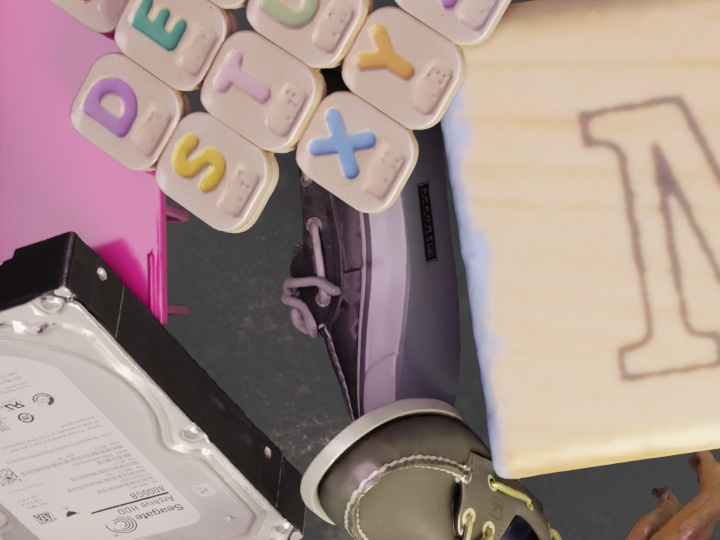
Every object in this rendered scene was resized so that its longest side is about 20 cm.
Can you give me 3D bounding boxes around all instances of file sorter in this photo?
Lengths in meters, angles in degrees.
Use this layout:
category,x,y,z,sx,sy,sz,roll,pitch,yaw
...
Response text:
category,x,y,z,sx,sy,sz,roll,pitch,yaw
file sorter,-0.149,-0.073,1.220,0.139,0.125,0.200,-1,89,6

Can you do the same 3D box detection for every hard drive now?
category,x,y,z,sx,sy,sz,roll,pitch,yaw
hard drive,-0.131,0.072,1.182,0.140,0.200,0.038,-16,47,23

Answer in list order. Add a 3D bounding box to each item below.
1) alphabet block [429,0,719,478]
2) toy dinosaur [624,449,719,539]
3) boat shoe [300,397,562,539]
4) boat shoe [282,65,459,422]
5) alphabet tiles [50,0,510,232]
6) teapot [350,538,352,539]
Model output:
category,x,y,z,sx,sy,sz,roll,pitch,yaw
alphabet block,0.146,-0.024,1.164,0.200,0.195,0.197,-9,91,6
toy dinosaur,0.131,0.158,1.158,0.086,0.200,0.136,40,58,5
boat shoe,0.038,0.108,1.159,0.072,0.202,0.060,-42,64,7
boat shoe,-0.001,0.000,1.221,0.068,0.074,0.200,-2,98,26
alphabet tiles,-0.040,-0.121,1.105,0.196,0.015,0.200,36,105,21
teapot,-0.052,0.242,1.202,0.197,0.146,0.200,-19,87,4
